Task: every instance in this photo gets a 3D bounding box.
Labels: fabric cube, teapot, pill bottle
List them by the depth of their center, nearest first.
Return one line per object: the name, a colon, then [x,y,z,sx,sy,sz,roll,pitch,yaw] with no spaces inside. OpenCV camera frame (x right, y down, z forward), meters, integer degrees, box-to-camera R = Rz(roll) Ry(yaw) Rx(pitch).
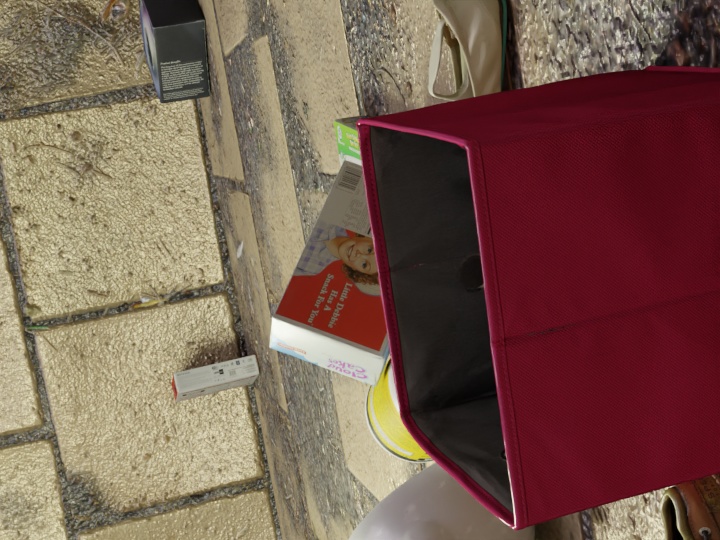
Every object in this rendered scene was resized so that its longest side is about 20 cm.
fabric cube: [0.128,0.000,0.662,0.196,0.199,0.201,-149,49,-71]
teapot: [0.094,0.273,1.111,0.146,0.200,0.198,52,141,23]
pill bottle: [0.075,0.117,1.160,0.200,0.114,0.115,117,140,-70]

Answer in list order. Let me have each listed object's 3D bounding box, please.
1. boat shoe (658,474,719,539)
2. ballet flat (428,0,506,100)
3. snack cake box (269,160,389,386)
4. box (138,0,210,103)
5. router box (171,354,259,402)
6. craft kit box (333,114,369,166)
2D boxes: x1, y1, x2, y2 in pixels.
boat shoe: [0.218,0.209,0.744,0.072,0.068,0.201,-139,38,-66]
ballet flat: [0.090,-0.137,0.990,0.069,0.069,0.201,-132,32,-64]
snack cake box: [0.000,0.000,1.170,0.067,0.115,0.200,102,-170,-59]
box: [-0.418,-0.515,2.644,0.200,0.123,0.199,-116,21,-45]
router box: [-0.351,0.260,2.843,0.180,0.199,0.049,129,127,-73]
craft kit box: [0.025,-0.070,1.365,0.200,0.048,0.198,-139,37,-69]
